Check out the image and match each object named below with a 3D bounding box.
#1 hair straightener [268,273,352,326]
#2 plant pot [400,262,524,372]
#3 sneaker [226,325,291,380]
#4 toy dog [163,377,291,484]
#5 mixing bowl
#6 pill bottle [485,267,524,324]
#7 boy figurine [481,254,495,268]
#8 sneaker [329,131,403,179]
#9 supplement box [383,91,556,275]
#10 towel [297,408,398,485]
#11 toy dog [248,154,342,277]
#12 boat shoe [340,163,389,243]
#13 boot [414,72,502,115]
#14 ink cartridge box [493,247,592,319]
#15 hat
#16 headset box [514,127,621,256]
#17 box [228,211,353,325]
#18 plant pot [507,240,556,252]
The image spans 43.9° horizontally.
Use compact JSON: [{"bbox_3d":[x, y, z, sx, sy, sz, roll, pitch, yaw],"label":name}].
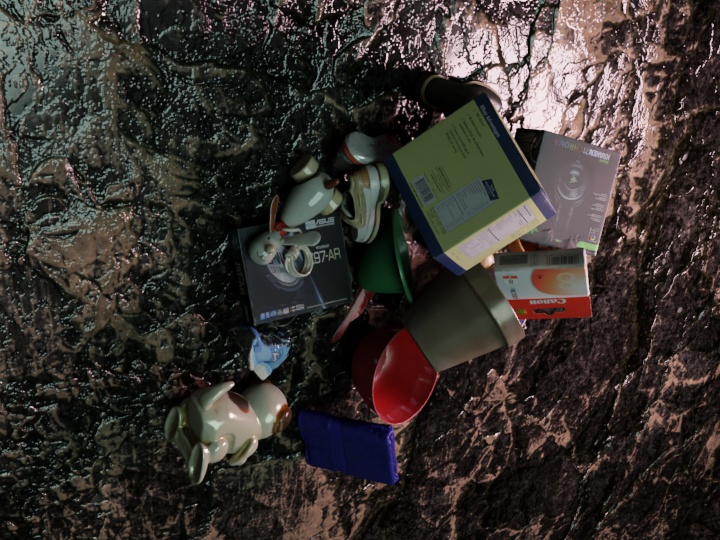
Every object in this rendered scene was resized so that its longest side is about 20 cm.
[{"bbox_3d":[-0.097,0.047,1.583,0.198,0.077,0.041,-22,137,-26],"label":"hair straightener"},{"bbox_3d":[0.173,0.086,1.624,0.172,0.201,0.201,-34,132,-2],"label":"plant pot"},{"bbox_3d":[-0.167,0.123,1.535,0.089,0.079,0.200,-34,165,-4],"label":"sneaker"},{"bbox_3d":[-0.223,0.254,1.578,0.198,0.139,0.197,-6,122,-42],"label":"toy dog"},{"bbox_3d":[0.054,0.188,1.742,0.198,0.107,0.204,-17,114,-43],"label":"mixing bowl"},{"bbox_3d":[0.280,0.070,1.820,0.116,0.115,0.200,-53,157,1],"label":"pill bottle"},{"bbox_3d":[0.203,-0.044,1.766,0.199,0.064,0.126,33,84,-41],"label":"boy figurine"},{"bbox_3d":[0.020,-0.188,1.558,0.082,0.078,0.198,-37,151,32],"label":"sneaker"},{"bbox_3d":[0.180,-0.138,1.463,0.198,0.202,0.134,-32,158,14],"label":"supplement box"},{"bbox_3d":[-0.022,0.340,1.742,0.050,0.197,0.149,-57,149,-45],"label":"towel"},{"bbox_3d":[-0.094,-0.093,1.452,0.131,0.096,0.203,24,76,-28],"label":"toy dog"},{"bbox_3d":[-0.002,-0.113,1.540,0.067,0.076,0.201,-9,149,-14],"label":"boat shoe"},{"bbox_3d":[0.208,-0.286,1.579,0.198,0.138,0.079,-1,116,-37],"label":"boot"},{"bbox_3d":[0.331,0.043,1.609,0.201,0.159,0.051,69,25,-45],"label":"ink cartridge box"},{"bbox_3d":[0.000,0.000,1.634,0.173,0.203,0.166,-11,159,10],"label":"hat"},{"bbox_3d":[0.342,-0.131,1.570,0.172,0.093,0.203,12,96,-24],"label":"headset box"},{"bbox_3d":[-0.116,-0.006,1.519,0.197,0.043,0.163,-11,95,-31],"label":"box"},{"bbox_3d":[0.332,-0.114,1.720,0.197,0.183,0.204,-4,101,-22],"label":"plant pot"}]
